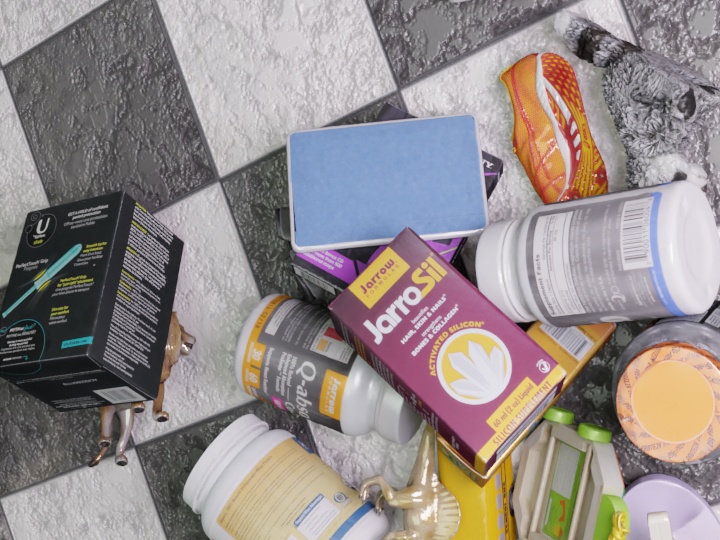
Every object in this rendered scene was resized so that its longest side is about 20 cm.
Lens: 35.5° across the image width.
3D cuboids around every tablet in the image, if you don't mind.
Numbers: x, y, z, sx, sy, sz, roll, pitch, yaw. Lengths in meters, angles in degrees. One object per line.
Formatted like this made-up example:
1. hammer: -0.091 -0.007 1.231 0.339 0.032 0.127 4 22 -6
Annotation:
1. tablet: 0.025 -0.088 1.120 0.196 0.014 0.133 -5 71 3

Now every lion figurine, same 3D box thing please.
1. lion figurine: -0.274 0.142 1.345 0.199 0.072 0.124 -39 46 31

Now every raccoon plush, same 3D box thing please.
1. raccoon plush: 0.249 -0.142 1.065 0.200 0.096 0.136 42 122 32

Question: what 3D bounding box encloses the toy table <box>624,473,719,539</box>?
1. toy table: 0.295 0.306 1.056 0.181 0.117 0.203 -22 91 15

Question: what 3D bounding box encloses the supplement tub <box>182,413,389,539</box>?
1. supplement tub: -0.082 0.268 1.229 0.199 0.144 0.146 37 110 16

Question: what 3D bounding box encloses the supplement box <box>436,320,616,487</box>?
1. supplement box: 0.159 0.113 1.087 0.069 0.067 0.200 42 80 15

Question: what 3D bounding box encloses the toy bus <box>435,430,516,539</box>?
1. toy bus: 0.119 0.206 1.162 0.064 0.078 0.204 -2 96 25

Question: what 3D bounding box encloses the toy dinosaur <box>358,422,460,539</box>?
1. toy dinosaur: 0.054 0.234 1.142 0.099 0.058 0.204 -3 83 25

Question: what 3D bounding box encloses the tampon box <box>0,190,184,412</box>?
1. tampon box: -0.306 0.037 1.273 0.148 0.126 0.203 -9 58 26

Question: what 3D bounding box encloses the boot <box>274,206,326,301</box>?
1. boot: 0.000 0.000 1.174 0.130 0.070 0.202 -29 71 -3

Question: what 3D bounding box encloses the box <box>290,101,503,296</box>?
1. box: 0.039 -0.054 1.133 0.141 0.036 0.202 27 75 12

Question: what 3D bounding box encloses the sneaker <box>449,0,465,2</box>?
1. sneaker: 0.152 -0.324 1.082 0.198 0.075 0.107 -19 84 34

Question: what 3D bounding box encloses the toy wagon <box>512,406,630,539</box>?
1. toy wagon: 0.205 0.223 1.073 0.039 0.200 0.158 11 93 -21

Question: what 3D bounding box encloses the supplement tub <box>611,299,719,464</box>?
1. supplement tub: 0.293 0.097 0.997 0.120 0.199 0.125 4 99 25

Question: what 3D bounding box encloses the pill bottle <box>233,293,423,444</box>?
1. pill bottle: -0.027 0.107 1.199 0.197 0.116 0.118 18 104 23

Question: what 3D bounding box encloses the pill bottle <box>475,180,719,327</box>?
1. pill bottle: 0.209 -0.009 1.006 0.198 0.113 0.116 -8 93 38

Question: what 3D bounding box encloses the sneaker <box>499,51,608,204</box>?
1. sneaker: 0.191 -0.111 1.106 0.077 0.072 0.204 -11 93 53

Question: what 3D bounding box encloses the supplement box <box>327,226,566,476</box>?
1. supplement box: 0.077 0.073 1.026 0.110 0.086 0.200 -44 74 -10
